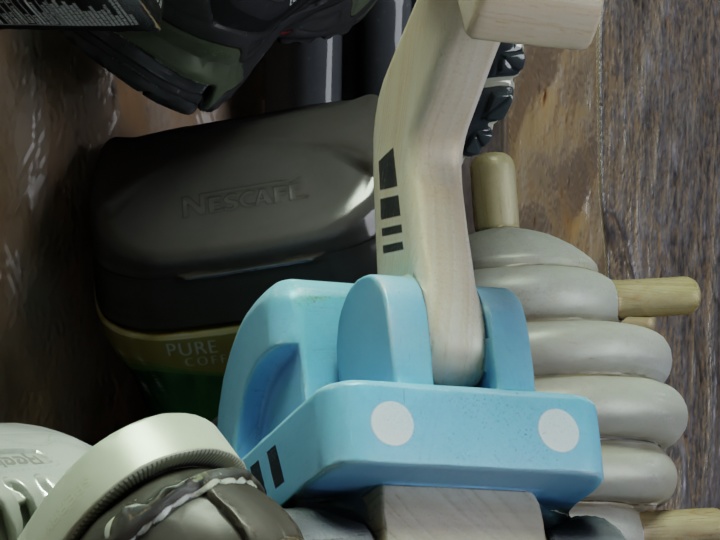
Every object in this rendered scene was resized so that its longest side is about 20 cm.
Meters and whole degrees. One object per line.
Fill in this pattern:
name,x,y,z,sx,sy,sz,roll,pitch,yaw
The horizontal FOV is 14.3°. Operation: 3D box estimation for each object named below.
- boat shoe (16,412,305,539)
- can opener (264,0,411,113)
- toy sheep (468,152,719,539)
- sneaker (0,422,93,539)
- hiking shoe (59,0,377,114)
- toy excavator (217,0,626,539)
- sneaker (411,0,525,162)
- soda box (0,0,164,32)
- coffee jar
boat shoe,-0.073,0.130,0.663,0.072,0.061,0.202,3,123,-50
can opener,0.000,0.000,0.969,0.053,0.067,0.201,-6,105,-25
toy sheep,0.063,0.054,1.082,0.138,0.137,0.201,33,47,-67
sneaker,-0.104,0.064,0.678,0.200,0.080,0.077,-5,97,-69
hiking shoe,-0.016,-0.121,0.872,0.101,0.076,0.200,-54,-179,32
toy excavator,0.012,0.015,0.771,0.194,0.099,0.201,134,-47,-57
sneaker,0.019,-0.122,1.028,0.086,0.077,0.201,-131,-129,-70
soda box,-0.105,-0.135,0.691,0.200,0.063,0.071,55,39,-60
coffee jar,-0.019,0.046,0.881,0.085,0.104,0.201,-94,174,-59
